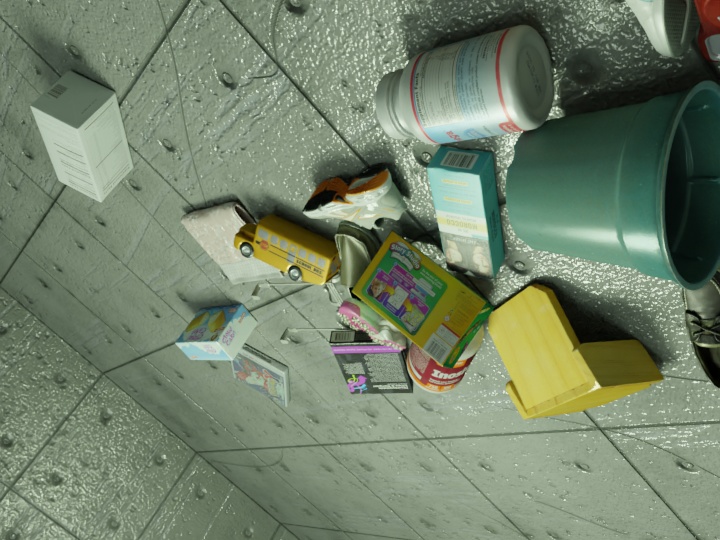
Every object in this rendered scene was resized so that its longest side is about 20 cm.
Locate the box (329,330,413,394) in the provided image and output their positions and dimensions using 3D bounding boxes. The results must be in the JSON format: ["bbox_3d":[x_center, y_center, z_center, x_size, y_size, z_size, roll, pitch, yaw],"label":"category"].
[{"bbox_3d":[0.027,0.190,1.414,0.139,0.037,0.202,-2,139,13],"label":"box"}]

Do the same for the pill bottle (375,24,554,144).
[{"bbox_3d":[0.116,-0.208,0.809,0.197,0.110,0.110,0,135,43],"label":"pill bottle"}]

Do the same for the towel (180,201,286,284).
[{"bbox_3d":[-0.259,-0.052,1.418,0.197,0.032,0.192,-6,129,45],"label":"towel"}]

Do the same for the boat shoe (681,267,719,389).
[{"bbox_3d":[0.462,0.074,0.899,0.072,0.065,0.202,-3,131,46],"label":"boat shoe"}]

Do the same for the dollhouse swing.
[{"bbox_3d":[0.332,0.125,1.111,0.177,0.180,0.200,-2,156,-23],"label":"dollhouse swing"}]

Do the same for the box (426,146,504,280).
[{"bbox_3d":[0.154,-0.079,0.995,0.081,0.050,0.202,13,141,30],"label":"box"}]

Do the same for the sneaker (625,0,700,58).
[{"bbox_3d":[0.256,-0.288,0.634,0.201,0.070,0.080,53,166,-31],"label":"sneaker"}]

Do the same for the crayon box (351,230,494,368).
[{"bbox_3d":[0.096,0.044,1.088,0.199,0.120,0.058,38,-174,25],"label":"crayon box"}]

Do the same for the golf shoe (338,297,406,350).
[{"bbox_3d":[0.029,0.073,1.217,0.074,0.093,0.199,16,169,34],"label":"golf shoe"}]

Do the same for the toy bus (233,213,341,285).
[{"bbox_3d":[-0.133,-0.041,1.267,0.197,0.065,0.080,25,117,15],"label":"toy bus"}]

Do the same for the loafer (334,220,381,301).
[{"bbox_3d":[0.000,0.000,1.214,0.074,0.070,0.202,11,140,32],"label":"loafer"}]

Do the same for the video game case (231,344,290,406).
[{"bbox_3d":[-0.271,0.275,1.853,0.179,0.023,0.202,26,147,14],"label":"video game case"}]

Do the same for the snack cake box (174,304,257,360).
[{"bbox_3d":[-0.353,0.153,1.685,0.197,0.116,0.068,-8,130,46],"label":"snack cake box"}]

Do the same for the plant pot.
[{"bbox_3d":[0.276,-0.090,0.754,0.194,0.201,0.202,7,140,46],"label":"plant pot"}]

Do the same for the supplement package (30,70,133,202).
[{"bbox_3d":[-0.526,-0.252,1.323,0.108,0.115,0.202,25,146,10],"label":"supplement package"}]

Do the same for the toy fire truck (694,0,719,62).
[{"bbox_3d":[0.373,-0.239,0.562,0.196,0.115,0.167,2,162,38],"label":"toy fire truck"}]

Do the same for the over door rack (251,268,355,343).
[{"bbox_3d":[-0.097,0.061,1.367,0.195,0.067,0.149,-11,130,22],"label":"over door rack"}]

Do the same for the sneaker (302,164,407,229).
[{"bbox_3d":[-0.011,-0.097,1.101,0.197,0.077,0.092,-5,135,47],"label":"sneaker"}]

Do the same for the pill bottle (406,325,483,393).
[{"bbox_3d":[0.148,0.122,1.197,0.111,0.114,0.202,27,147,11],"label":"pill bottle"}]
